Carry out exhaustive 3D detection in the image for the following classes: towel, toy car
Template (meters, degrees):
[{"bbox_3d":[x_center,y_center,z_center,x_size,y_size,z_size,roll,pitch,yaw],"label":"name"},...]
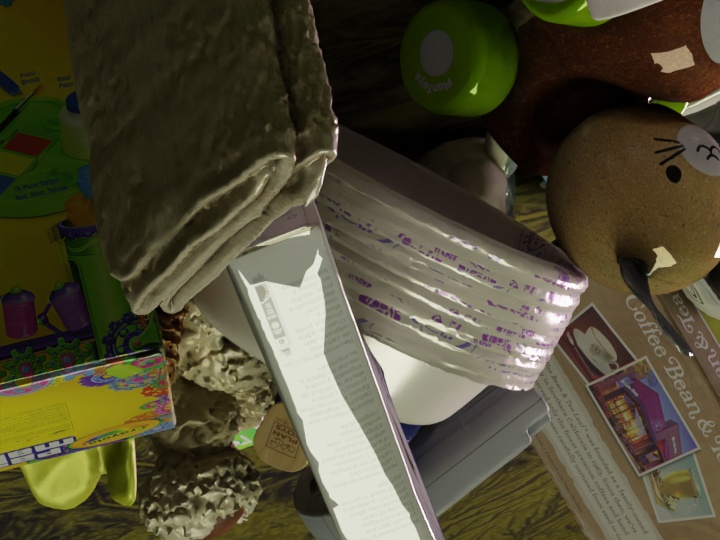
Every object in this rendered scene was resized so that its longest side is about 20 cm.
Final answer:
[{"bbox_3d":[-0.061,-0.096,0.960,0.034,0.201,0.132,3,156,-32],"label":"towel"},{"bbox_3d":[0.140,-0.051,1.272,0.164,0.201,0.158,2,150,-45],"label":"toy car"}]

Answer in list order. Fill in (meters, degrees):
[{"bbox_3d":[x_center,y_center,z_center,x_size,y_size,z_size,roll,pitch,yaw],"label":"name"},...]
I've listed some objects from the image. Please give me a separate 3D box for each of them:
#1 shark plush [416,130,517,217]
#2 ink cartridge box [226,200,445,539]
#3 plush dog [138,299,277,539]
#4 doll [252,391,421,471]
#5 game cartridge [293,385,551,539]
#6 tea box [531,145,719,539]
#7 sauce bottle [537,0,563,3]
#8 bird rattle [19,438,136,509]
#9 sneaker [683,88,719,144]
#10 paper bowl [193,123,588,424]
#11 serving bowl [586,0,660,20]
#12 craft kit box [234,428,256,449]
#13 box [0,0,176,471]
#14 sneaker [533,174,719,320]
[{"bbox_3d":[0.055,-0.023,1.497,0.091,0.084,0.200,-22,176,-4],"label":"shark plush"},{"bbox_3d":[-0.020,0.020,1.088,0.040,0.200,0.201,-21,121,0],"label":"ink cartridge box"},{"bbox_3d":[-0.077,0.026,1.522,0.200,0.160,0.172,-39,159,-26],"label":"plush dog"},{"bbox_3d":[0.006,0.037,1.431,0.136,0.200,0.049,19,124,10],"label":"doll"},{"bbox_3d":[0.027,0.101,1.483,0.133,0.041,0.200,-41,-174,-6],"label":"game cartridge"},{"bbox_3d":[0.195,0.050,1.571,0.133,0.200,0.197,-29,-178,40],"label":"tea box"},{"bbox_3d":[0.032,-0.146,1.118,0.066,0.066,0.200,-23,161,26],"label":"sauce bottle"},{"bbox_3d":[-0.164,0.011,1.245,0.112,0.201,0.163,16,156,-39],"label":"bird rattle"},{"bbox_3d":[0.235,-0.117,1.403,0.199,0.071,0.099,-16,167,25],"label":"sneaker"},{"bbox_3d":[0.000,0.000,1.308,0.200,0.200,0.105,14,104,-59],"label":"paper bowl"},{"bbox_3d":[0.171,-0.171,1.106,0.199,0.066,0.200,-25,-175,2],"label":"serving bowl"},{"bbox_3d":[-0.032,0.058,1.773,0.197,0.049,0.200,-20,163,8],"label":"craft kit box"},{"bbox_3d":[-0.194,-0.016,1.114,0.199,0.193,0.122,-13,163,-5],"label":"box"},{"bbox_3d":[0.157,-0.047,1.434,0.200,0.072,0.072,37,138,-22],"label":"sneaker"}]
